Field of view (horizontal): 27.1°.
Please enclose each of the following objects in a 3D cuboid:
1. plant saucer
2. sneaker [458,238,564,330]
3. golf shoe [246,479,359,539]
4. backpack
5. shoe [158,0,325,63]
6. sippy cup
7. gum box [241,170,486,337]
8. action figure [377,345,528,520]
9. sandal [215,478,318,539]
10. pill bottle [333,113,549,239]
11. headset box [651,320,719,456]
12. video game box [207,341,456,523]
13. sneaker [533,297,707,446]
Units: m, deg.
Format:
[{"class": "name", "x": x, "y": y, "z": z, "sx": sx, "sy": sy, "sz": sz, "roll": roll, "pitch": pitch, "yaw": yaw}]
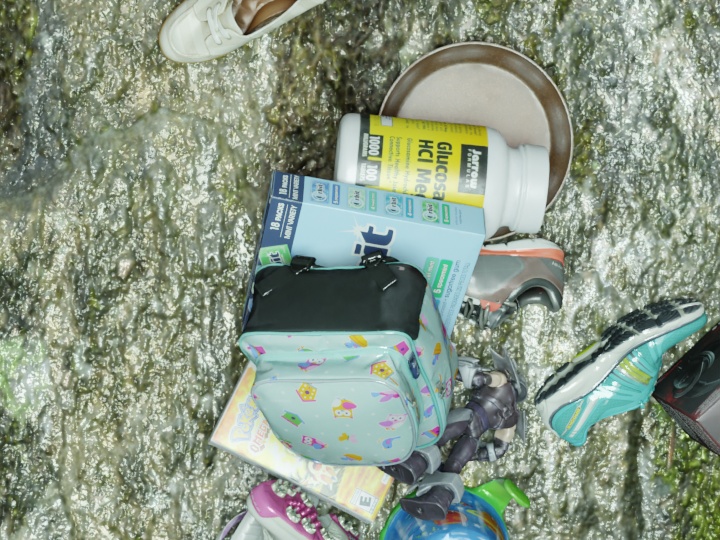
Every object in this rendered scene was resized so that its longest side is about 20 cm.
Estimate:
[{"class": "plant saucer", "x": 0.113, "y": -0.129, "z": 1.504, "sx": 0.200, "sy": 0.034, "sz": 0.201, "roll": 0, "pitch": 94, "yaw": -3}, {"class": "sneaker", "x": 0.110, "y": 0.019, "z": 1.478, "sx": 0.199, "sy": 0.077, "sz": 0.082, "roll": -6, "pitch": 66, "yaw": -3}, {"class": "golf shoe", "x": -0.064, "y": 0.269, "z": 1.455, "sx": 0.091, "sy": 0.200, "sz": 0.075, "roll": -35, "pitch": 50, "yaw": 8}, {"class": "backpack", "x": -0.003, "y": 0.094, "z": 1.357, "sx": 0.175, "sy": 0.200, "sz": 0.154, "roll": -5, "pitch": 58, "yaw": 19}, {"class": "shoe", "x": -0.109, "y": -0.265, "z": 1.473, "sx": 0.200, "sy": 0.053, "sz": 0.070, "roll": -26, "pitch": 94, "yaw": -1}, {"class": "sippy cup", "x": 0.090, "y": 0.290, "z": 1.479, "sx": 0.139, "sy": 0.130, "sz": 0.178, "roll": 7, "pitch": 94, "yaw": -3}, {"class": "gum box", "x": 0.000, "y": 0.000, "z": 1.406, "sx": 0.200, "sy": 0.045, "sz": 0.170, "roll": 9, "pitch": 131, "yaw": -7}, {"class": "action figure", "x": 0.103, "y": 0.154, "z": 1.475, "sx": 0.200, "sy": 0.069, "sz": 0.130, "roll": -40, "pitch": 118, "yaw": -36}, {"class": "sandal", "x": -0.118, "y": 0.277, "z": 1.504, "sx": 0.050, "sy": 0.082, "sz": 0.203, "roll": 31, "pitch": 81, "yaw": 39}, {"class": "pill bottle", "x": 0.075, "y": -0.087, "z": 1.432, "sx": 0.199, "sy": 0.112, "sz": 0.113, "roll": 5, "pitch": 93, "yaw": -3}, {"class": "headset box", "x": 0.380, "y": 0.107, "z": 1.450, "sx": 0.149, "sy": 0.200, "sz": 0.077, "roll": -43, "pitch": 95, "yaw": 1}, {"class": "video game box", "x": -0.027, "y": 0.121, "z": 1.484, "sx": 0.182, "sy": 0.047, "sz": 0.200, "roll": 26, "pitch": 77, "yaw": -2}, {"class": "sneaker", "x": 0.270, "y": 0.100, "z": 1.512, "sx": 0.200, "sy": 0.078, "sz": 0.080, "roll": -39, "pitch": 100, "yaw": 10}]
